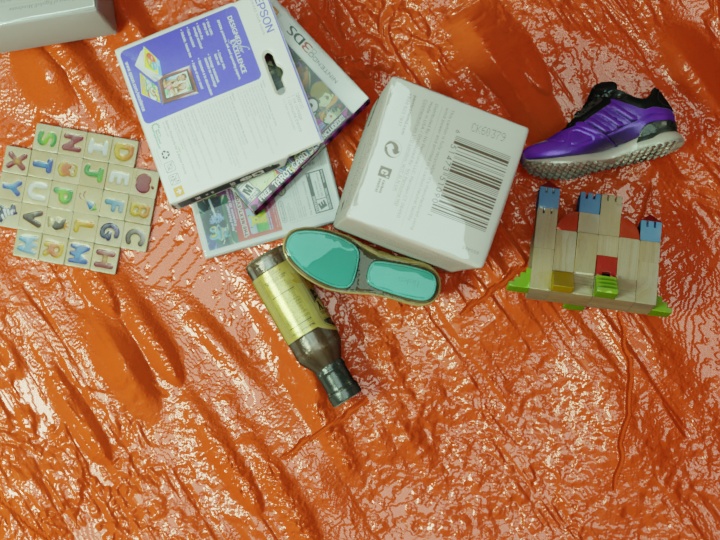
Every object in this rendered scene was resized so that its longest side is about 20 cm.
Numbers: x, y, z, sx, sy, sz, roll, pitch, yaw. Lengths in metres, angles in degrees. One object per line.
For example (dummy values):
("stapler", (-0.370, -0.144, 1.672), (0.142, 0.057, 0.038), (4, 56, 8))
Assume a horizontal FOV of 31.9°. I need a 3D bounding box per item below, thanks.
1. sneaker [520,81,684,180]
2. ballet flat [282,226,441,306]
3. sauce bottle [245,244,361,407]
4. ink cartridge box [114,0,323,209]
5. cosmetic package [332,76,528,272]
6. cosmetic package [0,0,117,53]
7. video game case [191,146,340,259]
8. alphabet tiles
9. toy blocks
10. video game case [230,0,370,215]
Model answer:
("sneaker", (0.283, -0.174, 1.522), (0.197, 0.070, 0.101), (-11, 79, -3))
("ballet flat", (0.000, 0.000, 1.514), (0.197, 0.063, 0.070), (20, 90, -2))
("sauce bottle", (-0.065, 0.068, 1.514), (0.064, 0.065, 0.202), (-29, 87, -1))
("ink cartridge box", (-0.165, -0.202, 1.485), (0.198, 0.043, 0.201), (-21, 85, 4))
("cosmetic package", (0.074, -0.103, 1.444), (0.163, 0.200, 0.167), (20, 86, -5))
("cosmetic package", (-0.414, -0.381, 1.524), (0.196, 0.123, 0.203), (-9, 85, 1))
("video game case", (-0.130, -0.135, 1.550), (0.180, 0.023, 0.203), (-15, 87, 0))
("alphabet tiles", (-0.353, -0.089, 1.561), (0.197, 0.006, 0.169), (10, 86, 2))
("toy blocks", (0.280, -0.029, 1.504), (0.197, 0.100, 0.139), (8, 75, 3))
("video game case", (-0.118, -0.201, 1.524), (0.200, 0.036, 0.181), (-43, 85, -1))
